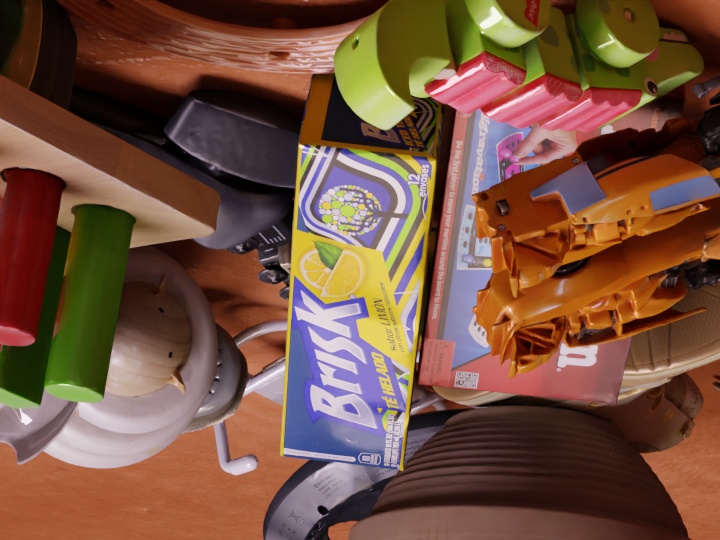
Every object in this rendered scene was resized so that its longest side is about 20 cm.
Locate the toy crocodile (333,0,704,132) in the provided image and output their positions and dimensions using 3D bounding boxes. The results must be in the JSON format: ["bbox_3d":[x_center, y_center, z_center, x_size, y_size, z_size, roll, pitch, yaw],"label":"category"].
[{"bbox_3d":[0.069,-0.085,0.998,0.067,0.062,0.199,-27,159,38],"label":"toy crocodile"}]

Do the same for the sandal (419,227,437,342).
[{"bbox_3d":[0.065,-0.003,1.253,0.198,0.080,0.087,-7,-170,16],"label":"sandal"}]

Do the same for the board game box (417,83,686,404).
[{"bbox_3d":[0.087,-0.015,1.155,0.102,0.020,0.201,5,134,-1],"label":"board game box"}]

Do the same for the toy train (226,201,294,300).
[{"bbox_3d":[-0.027,-0.005,1.308,0.045,0.034,0.200,-16,152,18],"label":"toy train"}]

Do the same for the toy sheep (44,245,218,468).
[{"bbox_3d":[-0.145,0.046,1.338,0.137,0.139,0.200,13,172,-19],"label":"toy sheep"}]

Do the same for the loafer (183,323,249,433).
[{"bbox_3d":[-0.133,0.064,1.464,0.199,0.076,0.069,-1,162,44],"label":"loafer"}]

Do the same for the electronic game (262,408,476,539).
[{"bbox_3d":[0.039,0.146,1.473,0.198,0.042,0.201,-9,144,-7],"label":"electronic game"}]

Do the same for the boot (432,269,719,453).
[{"bbox_3d":[0.158,0.049,1.344,0.199,0.073,0.155,-18,154,32],"label":"boot"}]

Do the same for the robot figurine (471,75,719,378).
[{"bbox_3d":[0.148,-0.023,1.085,0.198,0.059,0.145,-18,148,-8],"label":"robot figurine"}]

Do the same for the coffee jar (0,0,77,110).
[{"bbox_3d":[-0.209,-0.111,1.007,0.104,0.086,0.200,-7,156,31],"label":"coffee jar"}]

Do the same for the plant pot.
[{"bbox_3d":[0.093,0.131,1.345,0.199,0.093,0.201,4,162,1],"label":"plant pot"}]

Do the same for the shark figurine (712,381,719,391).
[{"bbox_3d":[0.275,0.100,1.407,0.128,0.215,0.090,38,111,-6],"label":"shark figurine"}]

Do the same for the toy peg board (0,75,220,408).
[{"bbox_3d":[-0.200,-0.009,1.014,0.199,0.099,0.199,-8,156,38],"label":"toy peg board"}]

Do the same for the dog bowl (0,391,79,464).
[{"bbox_3d":[-0.214,0.004,1.207,0.198,0.059,0.202,8,119,15],"label":"dog bowl"}]

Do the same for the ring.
[{"bbox_3d":[-0.043,-0.133,1.004,0.199,0.019,0.201,6,159,2],"label":"ring"}]

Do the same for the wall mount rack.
[{"bbox_3d":[0.015,0.084,1.469,0.173,0.075,0.200,-28,146,24],"label":"wall mount rack"}]

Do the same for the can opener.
[{"bbox_3d":[-0.118,-0.065,1.161,0.198,0.079,0.063,15,-164,-15],"label":"can opener"}]

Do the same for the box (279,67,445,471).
[{"bbox_3d":[0.000,0.000,1.148,0.064,0.070,0.201,6,132,2],"label":"box"}]
